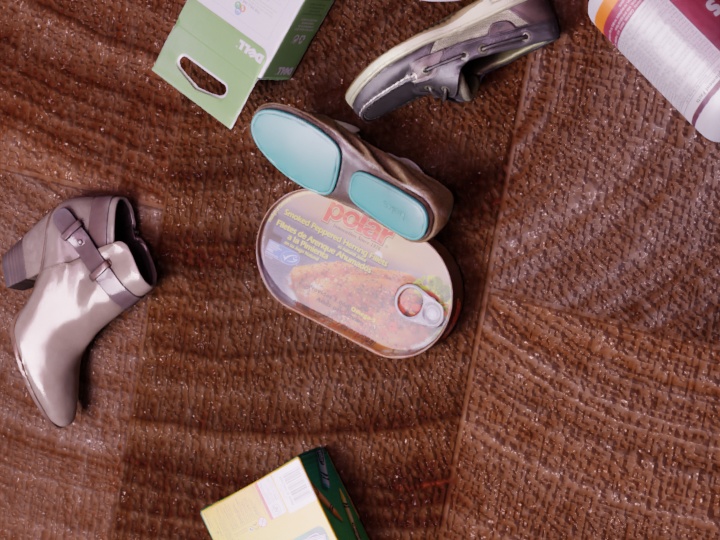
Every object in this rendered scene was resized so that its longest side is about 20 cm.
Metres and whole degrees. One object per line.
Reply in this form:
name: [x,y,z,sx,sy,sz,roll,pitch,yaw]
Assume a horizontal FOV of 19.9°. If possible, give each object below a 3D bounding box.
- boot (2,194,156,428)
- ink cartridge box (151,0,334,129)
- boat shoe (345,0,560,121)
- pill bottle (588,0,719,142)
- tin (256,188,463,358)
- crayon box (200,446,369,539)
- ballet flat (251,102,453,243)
boot: [-0.255,0.032,1.918,0.145,0.070,0.202,-20,86,23]
ink cartridge box: [-0.091,-0.236,1.823,0.104,0.059,0.201,37,108,19]
boat shoe: [0.078,-0.174,1.740,0.200,0.072,0.066,-31,76,20]
pill bottle: [0.282,-0.173,1.621,0.200,0.109,0.110,48,111,15]
tin: [0.000,0.000,1.810,0.199,0.042,0.113,28,109,21]
crayon box: [-0.046,0.276,1.839,0.118,0.058,0.201,-30,81,24]
ballet flat: [-0.001,-0.092,1.784,0.199,0.072,0.068,29,123,21]
